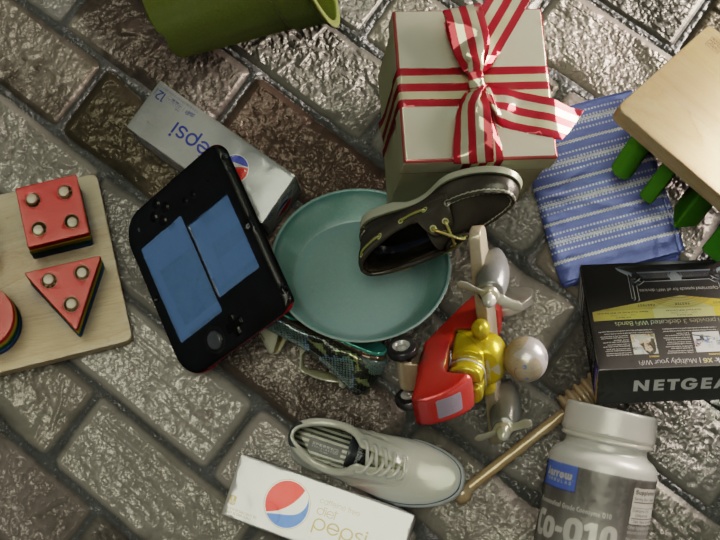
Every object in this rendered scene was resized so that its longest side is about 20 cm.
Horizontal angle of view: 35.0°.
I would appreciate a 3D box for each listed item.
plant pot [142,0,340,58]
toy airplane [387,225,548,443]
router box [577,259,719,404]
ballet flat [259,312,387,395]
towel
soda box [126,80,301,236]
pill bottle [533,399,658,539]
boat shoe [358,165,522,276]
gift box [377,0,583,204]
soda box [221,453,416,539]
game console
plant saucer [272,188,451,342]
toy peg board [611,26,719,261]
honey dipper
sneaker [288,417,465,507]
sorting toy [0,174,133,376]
[{"bbox_3d":[-0.146,-0.333,1.293,0.187,0.200,0.203,-21,77,14],"label":"plant pot"},{"bbox_3d":[0.133,0.074,1.166,0.139,0.199,0.203,13,82,33],"label":"toy airplane"},{"bbox_3d":[0.332,0.060,1.185,0.196,0.053,0.159,-2,41,5],"label":"router box"},{"bbox_3d":[-0.067,0.074,1.255,0.198,0.074,0.075,29,82,14],"label":"ballet flat"},{"bbox_3d":[0.267,-0.091,1.281,0.142,0.024,0.204,-15,76,4],"label":"towel"},{"bbox_3d":[-0.166,-0.126,1.300,0.198,0.063,0.069,35,83,10],"label":"soda box"},{"bbox_3d":[0.237,0.240,1.157,0.112,0.114,0.204,10,87,7],"label":"pill bottle"},{"bbox_3d":[0.079,-0.046,1.168,0.199,0.071,0.061,-22,44,37],"label":"boat shoe"},{"bbox_3d":[0.121,-0.180,1.214,0.196,0.187,0.188,-8,78,-6],"label":"gift box"},{"bbox_3d":[-0.043,0.259,1.214,0.197,0.064,0.069,18,80,9],"label":"soda box"},{"bbox_3d":[-0.169,-0.008,1.247,0.176,0.031,0.203,-36,74,36],"label":"game console"},{"bbox_3d":[0.000,0.000,1.248,0.196,0.036,0.203,1,56,-1],"label":"plant saucer"},{"bbox_3d":[0.383,-0.128,1.236,0.200,0.098,0.199,43,56,12],"label":"toy peg board"},{"bbox_3d":[0.178,0.183,1.224,0.199,0.038,0.038,-36,78,-1],"label":"honey dipper"},{"bbox_3d":[0.013,0.205,1.209,0.196,0.071,0.074,10,80,11],"label":"sneaker"},{"bbox_3d":[-0.372,0.002,1.270,0.196,0.070,0.202,-13,78,-10],"label":"sorting toy"}]
